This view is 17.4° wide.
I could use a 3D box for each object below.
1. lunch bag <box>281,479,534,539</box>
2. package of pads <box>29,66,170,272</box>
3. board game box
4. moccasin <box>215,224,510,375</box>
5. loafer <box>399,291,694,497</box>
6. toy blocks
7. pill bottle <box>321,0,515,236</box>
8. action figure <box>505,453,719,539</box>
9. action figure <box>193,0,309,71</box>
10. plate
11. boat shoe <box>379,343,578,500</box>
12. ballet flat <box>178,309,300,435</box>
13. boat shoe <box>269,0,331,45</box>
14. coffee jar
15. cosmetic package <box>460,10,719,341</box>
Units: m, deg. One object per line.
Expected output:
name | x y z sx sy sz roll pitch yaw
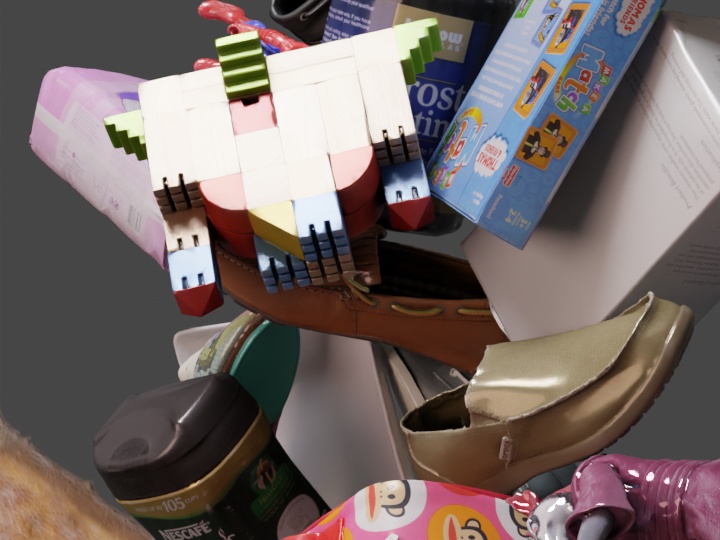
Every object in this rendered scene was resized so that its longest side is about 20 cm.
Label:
lunch bag | 0.014 0.185 1.292 0.200 0.176 0.082 -44 38 45
package of pads | -0.130 -0.068 1.603 0.200 0.120 0.076 39 115 45
board game box | 0.108 -0.117 1.303 0.200 0.037 0.151 -59 15 3
moccasin | 0.000 0.001 1.374 0.074 0.201 0.078 -72 2 -53
loafer | 0.093 0.068 1.255 0.067 0.076 0.200 44 123 -10
toy blocks | -0.039 -0.052 1.315 0.100 0.199 0.137 75 -177 -58
pill bottle | 0.031 -0.130 1.427 0.112 0.112 0.201 25 106 48
action figure | 0.164 0.115 1.179 0.199 0.134 0.150 3 74 29
action figure | -0.067 -0.130 1.548 0.200 0.051 0.066 -143 60 -61
plate | -0.029 0.121 1.502 0.200 0.032 0.200 -13 93 51
boat shoe | 0.070 0.091 1.415 0.200 0.062 0.073 51 166 50
ballet flat | -0.084 0.095 1.484 0.071 0.069 0.201 38 133 41
boat shoe | 0.004 -0.231 1.496 0.200 0.066 0.075 -55 42 25
coffee jar | -0.070 0.154 1.413 0.104 0.085 0.200 -15 118 46
cosmetic package | 0.155 -0.033 1.297 0.200 0.081 0.113 -50 51 36
